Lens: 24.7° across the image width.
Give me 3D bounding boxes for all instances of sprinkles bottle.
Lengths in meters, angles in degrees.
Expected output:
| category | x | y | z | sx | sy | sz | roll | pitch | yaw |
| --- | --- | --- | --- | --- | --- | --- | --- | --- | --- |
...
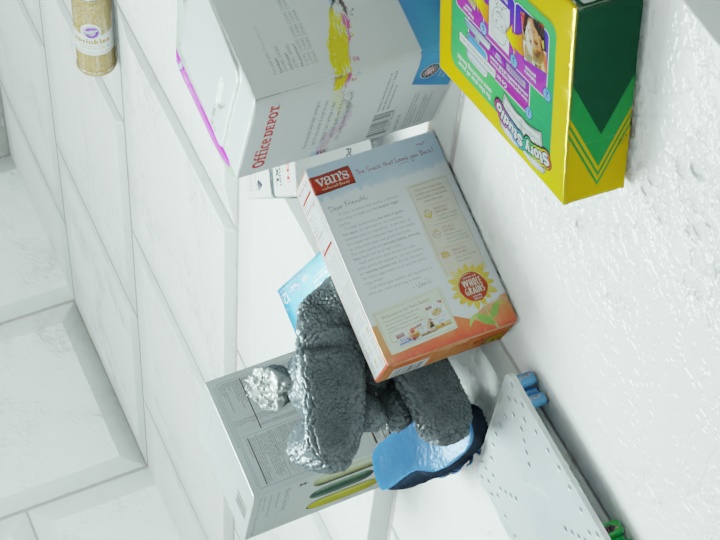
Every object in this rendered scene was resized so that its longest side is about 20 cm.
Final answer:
| category | x | y | z | sx | sy | sz | roll | pitch | yaw |
| --- | --- | --- | --- | --- | --- | --- | --- | --- | --- |
| sprinkles bottle | -0.425 | -0.399 | 2.617 | 0.200 | 0.068 | 0.068 | 96 | 150 | -53 |

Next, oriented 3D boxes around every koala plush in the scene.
| category | x | y | z | sx | sy | sz | roll | pitch | yaw |
| --- | --- | --- | --- | --- | --- | --- | --- | --- | --- |
| koala plush | -0.014 | 0.100 | 1.602 | 0.200 | 0.177 | 0.184 | 149 | 109 | -69 |

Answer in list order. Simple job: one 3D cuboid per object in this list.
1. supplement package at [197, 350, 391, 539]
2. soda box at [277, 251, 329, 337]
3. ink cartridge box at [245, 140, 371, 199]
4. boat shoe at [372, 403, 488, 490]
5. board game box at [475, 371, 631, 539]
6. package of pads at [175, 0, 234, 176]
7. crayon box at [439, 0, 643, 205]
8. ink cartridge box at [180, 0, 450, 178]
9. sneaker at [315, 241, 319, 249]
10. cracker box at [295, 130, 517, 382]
| category | x | y | z | sx | sy | sz | roll | pitch | yaw |
| --- | --- | --- | --- | --- | --- | --- | --- | --- | --- |
| supplement package | -0.067 | 0.190 | 1.915 | 0.152 | 0.199 | 0.151 | 107 | 140 | -61 |
| soda box | 0.000 | 0.000 | 1.641 | 0.200 | 0.068 | 0.064 | -40 | 68 | 48 |
| ink cartridge box | -0.060 | -0.148 | 1.709 | 0.200 | 0.084 | 0.145 | -176 | 82 | -71 |
| boat shoe | 0.079 | 0.170 | 1.674 | 0.200 | 0.068 | 0.084 | -29 | 68 | 59 |
| board game box | 0.175 | 0.219 | 1.512 | 0.200 | 0.026 | 0.200 | 100 | 147 | -55 |
| package of pads | -0.165 | -0.239 | 2.001 | 0.155 | 0.068 | 0.200 | 103 | 144 | -59 |
| crayon box | 0.127 | -0.176 | 1.214 | 0.200 | 0.058 | 0.173 | -125 | 23 | -43 |
| ink cartridge box | -0.038 | -0.198 | 1.448 | 0.147 | 0.199 | 0.146 | 115 | 134 | -64 |
| sneaker | 0.005 | 0.002 | 1.735 | 0.080 | 0.070 | 0.201 | 110 | 139 | -59 |
| cracker box | 0.040 | -0.014 | 1.506 | 0.058 | 0.134 | 0.201 | 121 | 129 | -67 |
